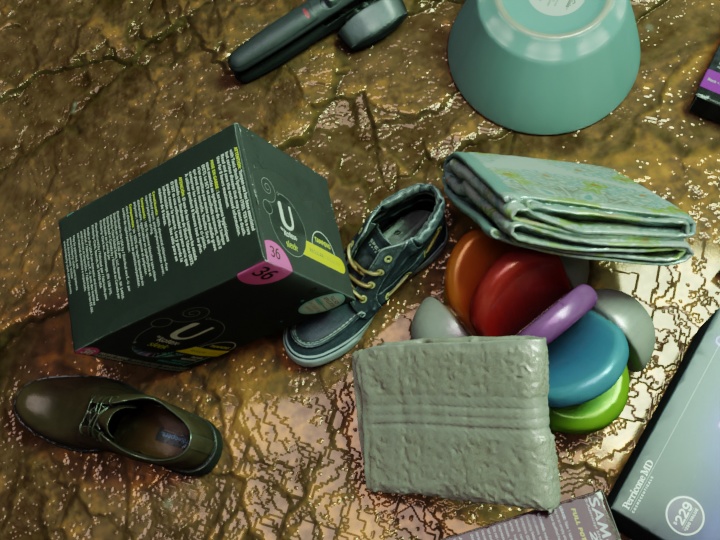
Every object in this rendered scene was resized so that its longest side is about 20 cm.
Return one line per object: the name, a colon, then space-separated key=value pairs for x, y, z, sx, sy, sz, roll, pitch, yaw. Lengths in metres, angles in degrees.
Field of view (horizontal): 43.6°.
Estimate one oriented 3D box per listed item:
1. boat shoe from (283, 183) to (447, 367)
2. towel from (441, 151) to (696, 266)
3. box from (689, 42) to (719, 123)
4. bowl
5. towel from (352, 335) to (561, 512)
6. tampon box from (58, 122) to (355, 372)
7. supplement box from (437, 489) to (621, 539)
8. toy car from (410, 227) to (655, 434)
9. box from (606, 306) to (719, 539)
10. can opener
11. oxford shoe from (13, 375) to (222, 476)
boat shoe: x=0.000 y=0.000 z=0.828 sx=0.071 sy=0.091 sz=0.200 roll=42 pitch=79 yaw=18
towel: x=0.172 y=-0.058 z=0.779 sx=0.170 sy=0.200 sz=0.049 roll=6 pitch=109 yaw=-11
box: x=0.435 y=-0.218 z=0.899 sx=0.142 sy=0.036 sz=0.201 roll=26 pitch=75 yaw=13
bowl: x=0.186 y=-0.248 z=0.897 sx=0.199 sy=0.105 sz=0.202 roll=-2 pitch=70 yaw=6
towel: x=0.073 y=0.122 z=0.735 sx=0.199 sy=0.034 sz=0.134 roll=-6 pitch=90 yaw=45
tampon box: x=-0.133 y=-0.009 z=0.781 sx=0.199 sy=0.150 sz=0.127 roll=-23 pitch=68 yaw=22
supplement box: x=0.103 y=0.239 z=0.720 sx=0.199 sy=0.109 sz=0.061 roll=-18 pitch=68 yaw=0
toy car: x=0.149 y=0.046 z=0.765 sx=0.175 sy=0.150 sz=0.200 roll=-37 pitch=70 yaw=-9
box: x=0.310 y=0.154 z=0.750 sx=0.141 sy=0.079 sz=0.201 roll=29 pitch=75 yaw=18
can opener: x=-0.050 y=-0.259 z=0.945 sx=0.199 sy=0.063 sz=0.079 roll=-26 pitch=70 yaw=-5
oxford shoe: x=-0.226 y=0.129 z=0.807 sx=0.198 sy=0.084 sz=0.073 roll=9 pitch=72 yaw=11
